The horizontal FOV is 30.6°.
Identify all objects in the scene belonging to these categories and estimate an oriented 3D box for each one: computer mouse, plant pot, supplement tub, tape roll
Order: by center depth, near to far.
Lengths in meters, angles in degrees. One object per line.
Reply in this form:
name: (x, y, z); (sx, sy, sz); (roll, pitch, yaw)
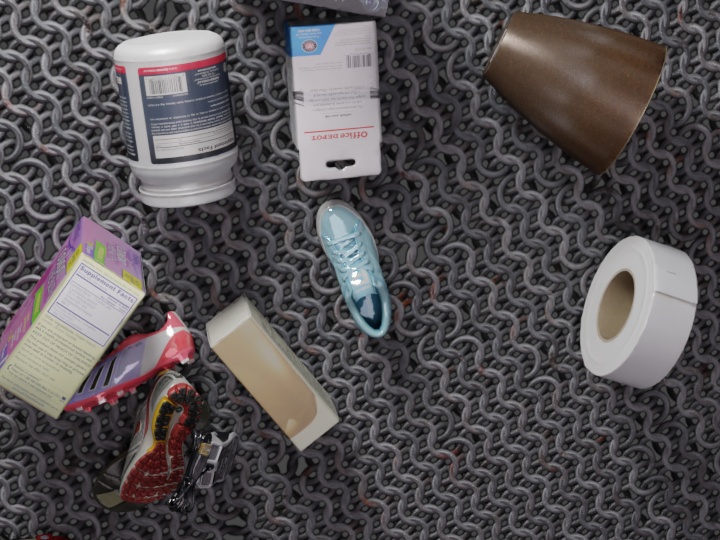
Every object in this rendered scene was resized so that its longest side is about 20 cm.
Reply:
supplement tub: (-0.229, -0.192, 1.655); (0.139, 0.140, 0.202); (-8, 108, -8)
plant pot: (0.268, -0.253, 1.728); (0.199, 0.187, 0.188); (26, 101, -2)
computer mouse: (-0.210, 0.258, 1.775); (0.043, 0.200, 0.111); (16, 92, 8)
tape roll: (0.381, 0.057, 1.815); (0.070, 0.203, 0.204); (17, 103, -14)

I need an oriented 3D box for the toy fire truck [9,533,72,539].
toy fire truck: (-0.396, 0.467, 1.841); (0.198, 0.129, 0.178); (-2, 107, -23)

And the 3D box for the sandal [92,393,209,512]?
sandal: (-0.286, 0.255, 1.827); (0.201, 0.057, 0.080); (-46, 104, -11)

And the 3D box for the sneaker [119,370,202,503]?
sneaker: (-0.270, 0.225, 1.761); (0.077, 0.082, 0.201); (15, 110, -32)

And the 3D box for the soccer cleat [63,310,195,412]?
soccer cleat: (-0.319, 0.128, 1.783); (0.199, 0.067, 0.077); (-26, 80, 3)

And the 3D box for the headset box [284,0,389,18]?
headset box: (-0.056, -0.376, 1.615); (0.198, 0.174, 0.094); (7, 106, -12)

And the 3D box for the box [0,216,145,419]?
box: (-0.371, 0.056, 1.683); (0.096, 0.176, 0.201); (35, 98, -19)

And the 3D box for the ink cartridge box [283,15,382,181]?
ink cartridge box: (-0.035, -0.225, 1.721); (0.115, 0.068, 0.202); (-6, 107, -9)

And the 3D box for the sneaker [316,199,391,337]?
sneaker: (0.000, 0.000, 1.788); (0.073, 0.082, 0.201); (-25, 109, -3)

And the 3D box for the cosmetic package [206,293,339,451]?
cosmetic package: (-0.121, 0.139, 1.796); (0.071, 0.105, 0.200); (-38, 108, 2)
